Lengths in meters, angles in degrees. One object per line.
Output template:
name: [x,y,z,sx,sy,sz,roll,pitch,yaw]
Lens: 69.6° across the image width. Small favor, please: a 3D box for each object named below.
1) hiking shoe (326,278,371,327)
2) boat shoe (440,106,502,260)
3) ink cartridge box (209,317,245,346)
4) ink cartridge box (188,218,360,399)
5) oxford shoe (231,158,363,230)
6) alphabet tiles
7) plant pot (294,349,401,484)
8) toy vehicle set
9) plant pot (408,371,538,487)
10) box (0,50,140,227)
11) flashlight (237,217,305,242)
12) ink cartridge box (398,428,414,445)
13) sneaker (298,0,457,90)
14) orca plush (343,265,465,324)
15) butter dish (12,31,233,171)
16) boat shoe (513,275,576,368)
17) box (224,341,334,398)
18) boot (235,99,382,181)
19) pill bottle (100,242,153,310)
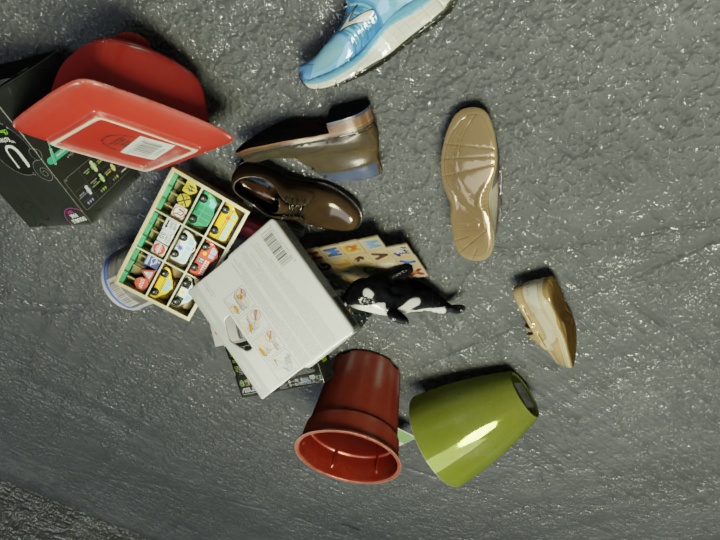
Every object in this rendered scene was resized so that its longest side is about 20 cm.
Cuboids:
hiking shoe: [-0.042,0.046,0.863,0.075,0.087,0.200,-51,151,7]
boat shoe: [0.151,-0.114,0.682,0.071,0.065,0.201,1,116,26]
ink cartridge box: [-0.198,0.058,0.884,0.199,0.068,0.117,-21,81,28]
ink cartridge box: [-0.127,0.056,0.755,0.173,0.044,0.200,-37,84,13]
oxford shoe: [-0.092,-0.094,0.749,0.199,0.085,0.073,18,123,-7]
alphabet tiles: [0.000,0.000,0.841,0.199,0.006,0.166,-10,147,23]
plant pot: [-0.007,0.277,1.014,0.199,0.196,0.202,7,135,7]
toy vehicle set: [-0.264,-0.037,0.771,0.124,0.027,0.201,29,103,-14]
plant pot: [0.226,0.278,0.987,0.200,0.188,0.187,-36,117,22]
box: [-0.446,-0.175,0.729,0.148,0.125,0.201,1,135,25]
flashlight: [-0.187,-0.078,0.810,0.199,0.068,0.068,19,99,-7]
ink cartridge box: [0.019,0.371,1.204,0.145,0.048,0.200,31,133,-15]
sneaker: [0.006,-0.275,0.574,0.199,0.078,0.090,-26,104,30]
orca plush: [0.076,0.031,0.812,0.199,0.105,0.071,15,117,-12]
butter dish: [-0.287,-0.222,0.644,0.199,0.149,0.199,-7,168,38]
boat shoe: [0.300,0.085,0.839,0.069,0.074,0.200,-5,132,35]
box: [-0.163,0.123,0.945,0.199,0.047,0.194,-17,90,29]
boot: [-0.066,-0.152,0.696,0.199,0.075,0.097,-9,128,20]
pill bottle: [-0.334,-0.010,0.880,0.199,0.114,0.114,-19,126,29]
